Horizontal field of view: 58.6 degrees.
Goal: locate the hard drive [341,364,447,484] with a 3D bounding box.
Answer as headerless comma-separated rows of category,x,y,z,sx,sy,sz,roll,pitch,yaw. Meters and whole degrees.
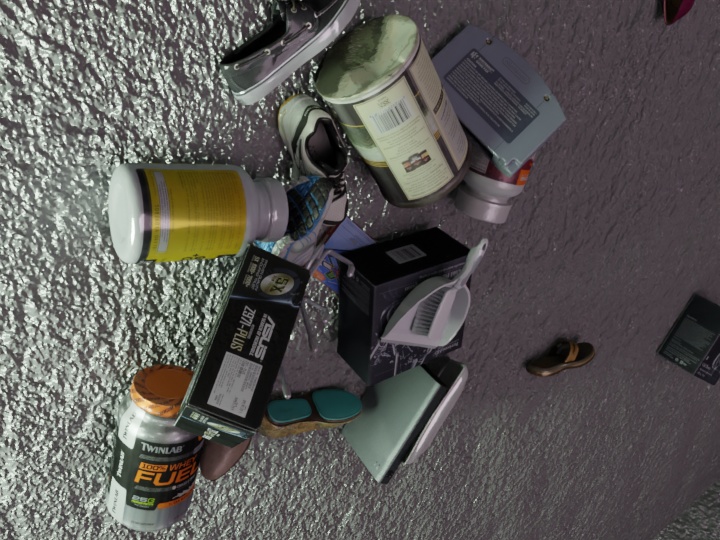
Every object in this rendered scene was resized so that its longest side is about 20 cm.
hard drive,0.057,0.247,1.132,0.033,0.139,0.202,25,100,-39

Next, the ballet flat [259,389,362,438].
ballet flat,-0.088,0.243,1.078,0.197,0.071,0.072,1,116,-39

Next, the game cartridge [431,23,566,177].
game cartridge,0.189,-0.248,0.914,0.133,0.200,0.042,-41,171,-10

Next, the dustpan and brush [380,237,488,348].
dustpan and brush,0.126,0.036,0.942,0.138,0.057,0.204,11,108,-41

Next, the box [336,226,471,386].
box,0.070,0.053,1.024,0.197,0.104,0.186,-17,126,-29

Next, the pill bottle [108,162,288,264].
pill bottle,-0.190,-0.070,0.769,0.196,0.112,0.114,-5,119,-35

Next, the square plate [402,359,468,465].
square plate,0.134,0.258,1.177,0.202,0.028,0.198,-57,177,-4

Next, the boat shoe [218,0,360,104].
boat shoe,-0.086,-0.286,0.755,0.199,0.070,0.066,-40,135,0

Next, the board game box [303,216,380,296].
board game box,0.000,0.000,1.023,0.104,0.019,0.199,-53,135,-1

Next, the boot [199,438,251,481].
boot,-0.184,0.196,0.914,0.147,0.069,0.203,95,16,-70

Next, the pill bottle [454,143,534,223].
pill bottle,0.221,-0.186,1.016,0.108,0.109,0.204,-1,117,-36

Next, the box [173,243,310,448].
box,-0.146,0.098,0.784,0.085,0.164,0.204,23,63,-12

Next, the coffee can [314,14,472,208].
coffee can,0.049,-0.204,0.848,0.146,0.146,0.201,-44,134,-6

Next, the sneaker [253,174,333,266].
sneaker,-0.086,-0.053,0.875,0.086,0.076,0.200,-8,148,-47

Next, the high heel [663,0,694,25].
high heel,0.547,-0.521,1.088,0.097,0.067,0.200,-55,139,-11

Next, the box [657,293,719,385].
box,0.980,0.199,1.827,0.198,0.124,0.200,20,101,-43

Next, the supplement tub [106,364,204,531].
supplement tub,-0.278,0.241,0.884,0.120,0.122,0.204,-1,117,-36

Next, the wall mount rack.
wall mount rack,-0.076,0.068,0.895,0.202,0.074,0.175,-61,179,43

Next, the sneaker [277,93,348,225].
sneaker,-0.052,-0.130,0.857,0.075,0.087,0.202,-35,134,-16

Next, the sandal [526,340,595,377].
sandal,0.460,0.191,1.465,0.196,0.080,0.055,-12,102,-27
